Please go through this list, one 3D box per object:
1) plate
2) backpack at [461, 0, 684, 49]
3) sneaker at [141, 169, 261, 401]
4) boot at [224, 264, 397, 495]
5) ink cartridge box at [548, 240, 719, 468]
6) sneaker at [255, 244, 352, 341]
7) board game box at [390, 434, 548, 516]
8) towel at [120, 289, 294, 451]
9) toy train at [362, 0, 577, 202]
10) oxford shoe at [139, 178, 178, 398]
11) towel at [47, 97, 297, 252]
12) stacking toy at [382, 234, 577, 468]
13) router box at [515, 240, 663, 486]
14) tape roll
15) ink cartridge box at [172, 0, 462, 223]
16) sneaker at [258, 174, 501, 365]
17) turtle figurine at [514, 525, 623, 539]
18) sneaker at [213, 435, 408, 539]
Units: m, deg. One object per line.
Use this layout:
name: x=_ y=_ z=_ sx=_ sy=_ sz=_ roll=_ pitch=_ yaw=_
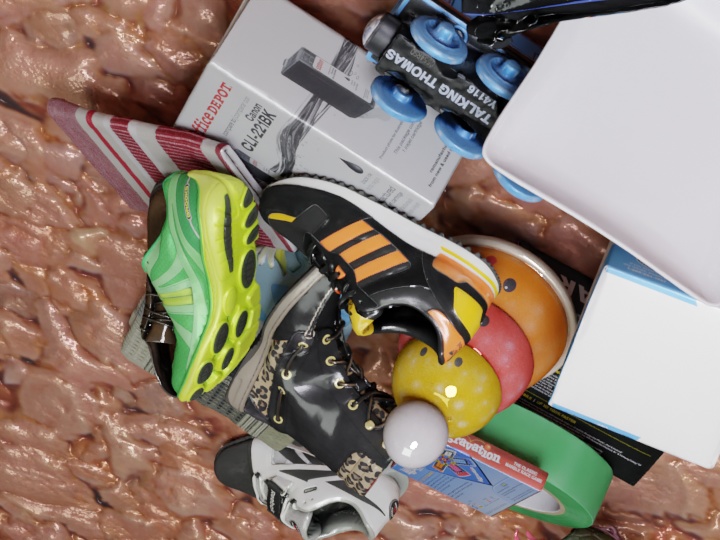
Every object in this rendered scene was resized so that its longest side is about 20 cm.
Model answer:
plate: x=0.208 y=-0.105 z=1.218 sx=0.200 sy=0.200 sz=0.032 roll=32 pitch=167 yaw=-6
backpack: x=0.160 y=-0.234 z=1.114 sx=0.199 sy=0.183 sz=0.135 roll=-6 pitch=112 yaw=12
sneaker: x=-0.126 y=0.009 z=1.387 sx=0.083 sy=0.074 sz=0.200 roll=24 pitch=121 yaw=30
boot: x=-0.013 y=0.083 z=1.430 sx=0.150 sy=0.073 sz=0.200 roll=39 pitch=125 yaw=7
ink cartridge box: x=0.234 y=0.029 z=1.319 sx=0.128 sy=0.200 sz=0.125 roll=21 pitch=119 yaw=6
sneaker: x=-0.075 y=-0.013 z=1.507 sx=0.200 sy=0.080 sz=0.131 roll=37 pitch=120 yaw=6
board game box: x=0.088 y=0.168 z=1.482 sx=0.103 sy=0.019 sz=0.200 roll=25 pitch=165 yaw=-1
towel: x=-0.125 y=0.085 z=1.609 sx=0.192 sy=0.035 sz=0.200 roll=32 pitch=155 yaw=-4
toy train: x=0.094 y=-0.134 z=1.277 sx=0.200 sy=0.114 sz=0.087 roll=32 pitch=125 yaw=-7
oxford shoe: x=-0.145 y=0.020 z=1.447 sx=0.072 sy=0.084 sz=0.200 roll=7 pitch=123 yaw=20
towel: x=-0.151 y=-0.080 z=1.442 sx=0.200 sy=0.023 sz=0.144 roll=16 pitch=156 yaw=36
stacking toy: x=0.074 y=0.081 z=1.356 sx=0.146 sy=0.200 sz=0.146 roll=14 pitch=131 yaw=17
router box: x=0.183 y=0.081 z=1.481 sx=0.200 sy=0.051 sz=0.149 roll=29 pitch=135 yaw=-2
tape roll: x=0.118 y=0.158 z=1.525 sx=0.200 sy=0.048 sz=0.200 roll=24 pitch=164 yaw=8
ink cartridge box: x=-0.031 y=-0.111 z=1.352 sx=0.200 sy=0.084 sz=0.144 roll=33 pitch=157 yaw=-6
sneaker: x=0.000 y=0.000 z=1.317 sx=0.200 sy=0.090 sz=0.070 roll=24 pitch=156 yaw=13
turtle figurine: x=0.212 y=0.276 z=1.567 sx=0.149 sy=0.200 sz=0.101 roll=5 pitch=89 yaw=40
sneaker: x=-0.061 y=0.214 z=1.697 sx=0.199 sy=0.089 sz=0.074 roll=4 pitch=134 yaw=23
